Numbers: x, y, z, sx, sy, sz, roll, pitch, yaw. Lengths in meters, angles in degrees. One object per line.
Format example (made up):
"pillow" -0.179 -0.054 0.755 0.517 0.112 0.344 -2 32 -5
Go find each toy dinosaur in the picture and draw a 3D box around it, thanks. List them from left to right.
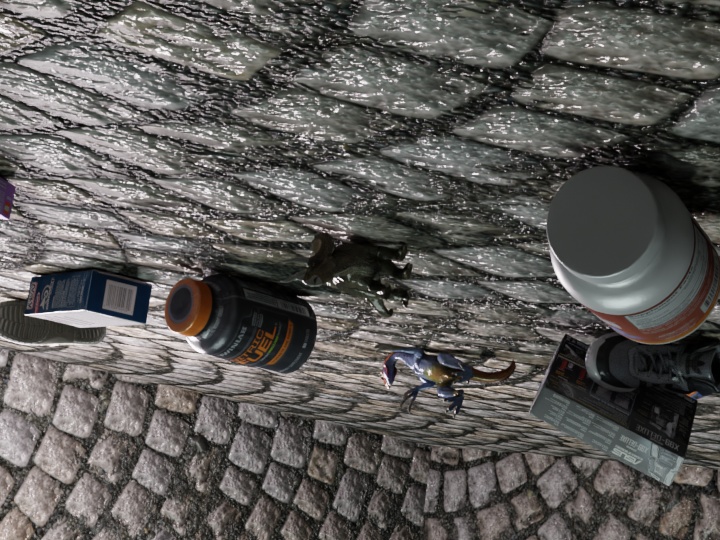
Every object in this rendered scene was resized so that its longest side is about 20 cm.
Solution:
"toy dinosaur" 0.000 0.000 1.553 0.101 0.078 0.200 18 178 19
"toy dinosaur" 0.113 0.167 2.292 0.198 0.106 0.181 0 -165 -24

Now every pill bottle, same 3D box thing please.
"pill bottle" -0.159 0.066 1.891 0.106 0.107 0.199 -2 166 45
"pill bottle" 0.213 -0.013 1.140 0.111 0.113 0.200 4 168 25

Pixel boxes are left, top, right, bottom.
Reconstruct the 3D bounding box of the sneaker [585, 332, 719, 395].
"sneaker" 0.384 0.116 1.818 0.198 0.076 0.113 8 171 -32

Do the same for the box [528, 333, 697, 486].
"box" 0.328 0.175 1.859 0.199 0.050 0.158 27 -151 6

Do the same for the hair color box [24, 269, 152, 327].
"hair color box" -0.391 0.042 2.071 0.099 0.061 0.199 16 167 -36

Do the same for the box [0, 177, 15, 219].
"box" -0.441 -0.097 1.421 0.135 0.040 0.200 7 169 11

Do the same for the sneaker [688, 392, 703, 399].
"sneaker" 0.432 0.162 2.027 0.078 0.076 0.200 9 172 -22

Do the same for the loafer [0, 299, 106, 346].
"loafer" -0.532 0.099 2.455 0.198 0.076 0.070 11 165 -13
